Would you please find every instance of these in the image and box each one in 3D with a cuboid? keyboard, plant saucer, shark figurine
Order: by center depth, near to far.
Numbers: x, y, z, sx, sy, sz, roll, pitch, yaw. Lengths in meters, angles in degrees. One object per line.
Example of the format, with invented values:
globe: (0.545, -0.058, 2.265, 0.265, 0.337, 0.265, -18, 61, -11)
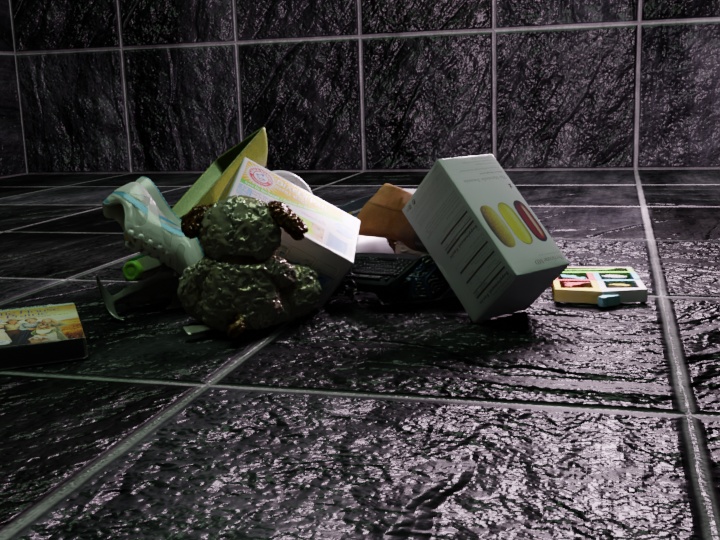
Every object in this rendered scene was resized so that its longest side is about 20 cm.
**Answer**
keyboard: (0.000, 0.000, 1.332, 0.104, 0.040, 0.200, -47, 22, -21)
shark figurine: (-0.304, 0.012, 1.364, 0.214, 0.090, 0.128, -7, 11, -32)
plant saucer: (-0.234, -0.123, 1.452, 0.200, 0.048, 0.199, -54, 19, -27)

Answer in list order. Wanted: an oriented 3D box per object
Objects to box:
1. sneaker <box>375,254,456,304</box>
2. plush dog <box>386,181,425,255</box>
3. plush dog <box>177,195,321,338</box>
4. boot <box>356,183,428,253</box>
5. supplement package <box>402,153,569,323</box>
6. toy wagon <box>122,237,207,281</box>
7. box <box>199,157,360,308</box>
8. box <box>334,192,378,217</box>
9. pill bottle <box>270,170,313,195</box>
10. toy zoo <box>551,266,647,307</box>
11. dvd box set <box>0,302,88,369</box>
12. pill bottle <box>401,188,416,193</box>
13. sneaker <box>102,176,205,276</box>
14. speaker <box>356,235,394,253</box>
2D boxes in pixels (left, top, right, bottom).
sneaker: (0.119, 0.017, 1.350, 0.199, 0.076, 0.077, -12, -26, -4)
plush dog: (0.133, -0.043, 1.493, 0.171, 0.161, 0.200, -25, 37, -18)
plush dog: (-0.157, -0.012, 1.190, 0.199, 0.173, 0.160, -1, 10, 5)
boot: (0.104, -0.110, 1.451, 0.068, 0.189, 0.200, 43, -14, -35)
supplement package: (0.169, -0.047, 1.245, 0.113, 0.110, 0.200, -12, 60, -38)
toy wagon: (-0.288, -0.023, 1.490, 0.199, 0.040, 0.155, -20, -4, 18)
box: (-0.113, -0.054, 1.306, 0.199, 0.101, 0.113, 28, 35, -14)
box: (-0.040, -0.076, 1.619, 0.199, 0.051, 0.158, -20, -5, -25)
pill bottle: (-0.166, -0.088, 1.500, 0.119, 0.120, 0.200, -8, -3, -29)
toy zoo: (0.353, 0.022, 1.363, 0.131, 0.021, 0.200, 0, 11, 10)
dvd box set: (-0.432, 0.083, 1.166, 0.146, 0.030, 0.200, -6, 12, -19)
pill bottle: (0.142, -0.101, 1.775, 0.199, 0.115, 0.114, 4, 13, 27)
sneaker: (-0.297, -0.046, 1.330, 0.081, 0.077, 0.200, -32, 66, -29)
speaker: (-0.023, -0.024, 1.514, 0.081, 0.082, 0.200, 7, 15, 39)
